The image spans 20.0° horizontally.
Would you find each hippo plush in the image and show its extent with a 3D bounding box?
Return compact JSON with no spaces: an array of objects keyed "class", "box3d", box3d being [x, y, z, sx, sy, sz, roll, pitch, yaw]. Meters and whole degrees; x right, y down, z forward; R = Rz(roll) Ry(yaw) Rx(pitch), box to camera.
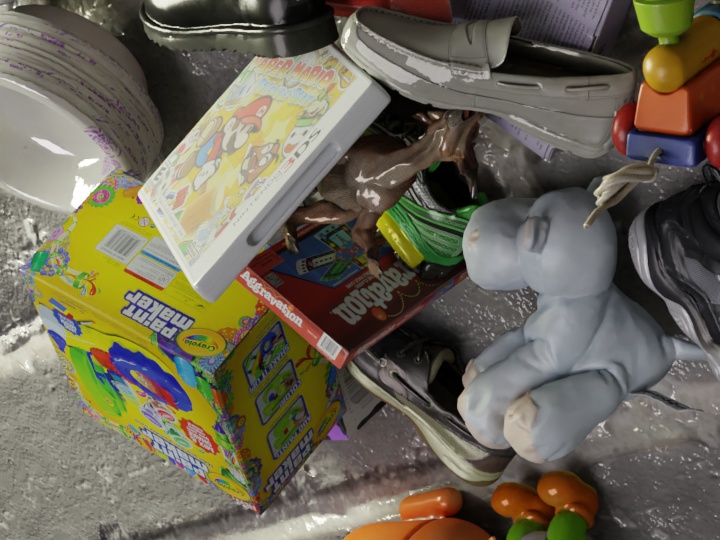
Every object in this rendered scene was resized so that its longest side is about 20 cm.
[{"class":"hippo plush","box3d":[0.136,0.030,1.445,0.199,0.159,0.162,2,122,44]}]

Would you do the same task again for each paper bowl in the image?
[{"class":"paper bowl","box3d":[-0.258,-0.142,1.700,0.199,0.105,0.201,19,154,10]}]

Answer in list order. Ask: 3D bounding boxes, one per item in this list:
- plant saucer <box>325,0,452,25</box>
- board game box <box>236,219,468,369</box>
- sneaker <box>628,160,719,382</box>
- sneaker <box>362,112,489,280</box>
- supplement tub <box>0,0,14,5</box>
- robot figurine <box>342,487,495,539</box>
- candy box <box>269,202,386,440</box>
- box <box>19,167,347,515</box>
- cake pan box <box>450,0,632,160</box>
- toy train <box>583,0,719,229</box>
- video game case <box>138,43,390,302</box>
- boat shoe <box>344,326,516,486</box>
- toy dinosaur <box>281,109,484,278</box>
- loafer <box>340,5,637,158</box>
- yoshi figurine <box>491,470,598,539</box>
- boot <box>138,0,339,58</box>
[{"class":"plant saucer","box3d":[-0.025,-0.265,1.408,0.199,0.036,0.202,17,124,53]},{"class":"board game box","box3d":[0.000,0.000,1.523,0.103,0.200,0.020,40,124,11]},{"class":"sneaker","box3d":[0.273,0.017,1.368,0.200,0.075,0.114,49,144,6]},{"class":"sneaker","box3d":[0.024,-0.095,1.535,0.200,0.078,0.085,48,125,1]},{"class":"supplement tub","box3d":[-0.337,-0.280,1.665,0.199,0.145,0.146,-6,116,46]},{"class":"robot figurine","box3d":[0.049,0.272,1.740,0.199,0.144,0.117,-14,113,52]},{"class":"candy box","box3d":[-0.086,0.044,1.740,0.167,0.071,0.201,-4,118,46]},{"class":"box","box3d":[-0.135,0.056,1.609,0.199,0.122,0.193,25,150,29]},{"class":"cake pan box","box3d":[0.093,-0.197,1.394,0.184,0.052,0.201,37,139,19]},{"class":"toy train","box3d":[0.188,-0.119,1.248,0.084,0.200,0.117,10,123,38]},{"class":"video game case","box3d":[-0.073,-0.085,1.424,0.023,0.182,0.200,40,-175,-26]},{"class":"boat shoe","box3d":[0.053,0.083,1.647,0.200,0.073,0.065,43,130,4]},{"class":"toy dinosaur","box3d":[0.012,-0.072,1.453,0.199,0.135,0.086,10,130,55]},{"class":"loafer","box3d":[0.086,-0.139,1.340,0.198,0.070,0.070,18,126,2]},{"class":"yoshi figurine","box3d":[0.121,0.258,1.600,0.111,0.202,0.113,4,154,13]},{"class":"boot","box3d":[-0.096,-0.239,1.424,0.210,0.079,0.159,12,123,48]}]
